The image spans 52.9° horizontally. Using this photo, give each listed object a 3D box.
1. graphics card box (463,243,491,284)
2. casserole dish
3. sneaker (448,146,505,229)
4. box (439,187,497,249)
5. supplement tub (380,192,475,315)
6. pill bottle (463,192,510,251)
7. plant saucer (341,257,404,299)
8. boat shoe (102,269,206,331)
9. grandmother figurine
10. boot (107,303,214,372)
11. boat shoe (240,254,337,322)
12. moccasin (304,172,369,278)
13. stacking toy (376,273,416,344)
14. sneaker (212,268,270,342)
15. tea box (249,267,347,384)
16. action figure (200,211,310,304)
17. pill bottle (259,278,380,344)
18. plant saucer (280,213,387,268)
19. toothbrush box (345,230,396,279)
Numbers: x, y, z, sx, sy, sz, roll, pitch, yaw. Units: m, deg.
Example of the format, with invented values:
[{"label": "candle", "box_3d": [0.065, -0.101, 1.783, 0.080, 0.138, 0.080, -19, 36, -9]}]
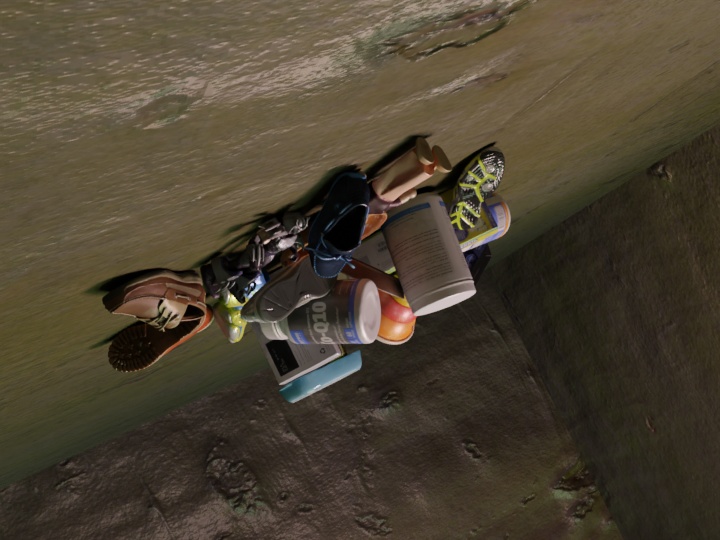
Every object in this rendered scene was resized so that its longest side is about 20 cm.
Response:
[{"label": "graphics card box", "box_3d": [0.192, -0.019, 1.695, 0.199, 0.051, 0.126, 12, -127, 36]}, {"label": "casserole dish", "box_3d": [-0.077, 0.218, 1.473, 0.199, 0.039, 0.121, -20, 169, -39]}, {"label": "sneaker", "box_3d": [0.206, -0.163, 1.343, 0.075, 0.077, 0.201, 10, 144, -12]}, {"label": "box", "box_3d": [0.162, -0.088, 1.453, 0.199, 0.118, 0.048, -27, 164, 4]}, {"label": "supplement tub", "box_3d": [0.123, -0.031, 1.356, 0.131, 0.202, 0.132, -18, 168, -4]}, {"label": "pill bottle", "box_3d": [0.231, -0.102, 1.604, 0.199, 0.113, 0.112, -20, 170, -37]}, {"label": "plant saucer", "box_3d": [0.000, 0.000, 1.393, 0.035, 0.199, 0.200, -66, 168, 2]}, {"label": "boat shoe", "box_3d": [-0.282, 0.046, 1.042, 0.075, 0.074, 0.200, -30, 171, 21]}, {"label": "grandmother figurine", "box_3d": [0.033, -0.116, 1.066, 0.121, 0.061, 0.199, 24, 135, -36]}, {"label": "boot", "box_3d": [-0.349, 0.117, 1.289, 0.199, 0.076, 0.107, -29, 176, 6]}, {"label": "boat shoe", "box_3d": [-0.113, 0.028, 1.194, 0.064, 0.075, 0.202, -12, -161, 42]}, {"label": "moccasin", "box_3d": [-0.036, -0.051, 1.046, 0.080, 0.069, 0.201, -2, 140, -15]}, {"label": "stacking toy", "box_3d": [0.092, 0.053, 1.571, 0.145, 0.147, 0.200, -19, 154, -43]}, {"label": "sneaker", "box_3d": [-0.201, 0.055, 1.266, 0.104, 0.076, 0.200, -30, 160, -22]}, {"label": "tea box", "box_3d": [-0.133, 0.110, 1.461, 0.133, 0.201, 0.197, -27, 173, 0]}, {"label": "action figure", "box_3d": [-0.143, -0.025, 1.070, 0.199, 0.070, 0.130, -35, 164, 30]}, {"label": "pill bottle", "box_3d": [-0.073, 0.074, 1.290, 0.198, 0.115, 0.114, -3, 180, 20]}, {"label": "plant saucer", "box_3d": [-0.050, -0.063, 1.231, 0.199, 0.038, 0.200, -26, 171, -4]}, {"label": "toothbrush box", "box_3d": [0.055, -0.028, 1.597, 0.145, 0.087, 0.200, -28, 171, 16]}]
